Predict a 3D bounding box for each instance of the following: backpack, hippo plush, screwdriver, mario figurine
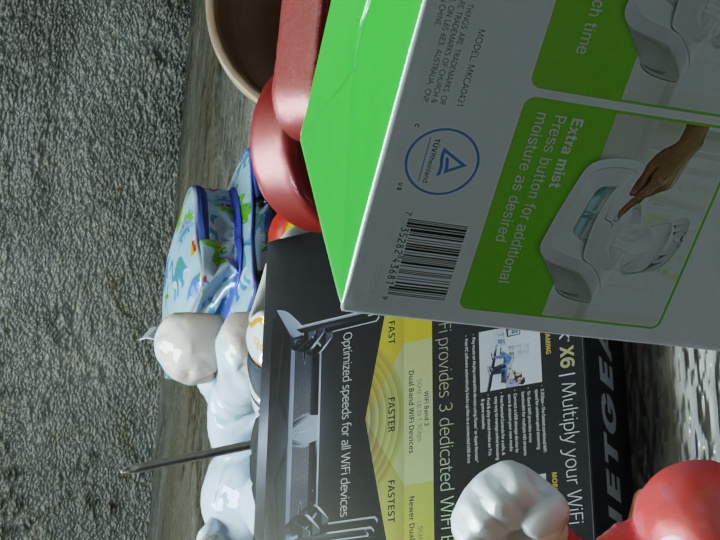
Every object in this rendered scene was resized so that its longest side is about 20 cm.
[{"bbox_3d":[-0.088,0.001,1.221,0.201,0.146,0.184,-90,17,-45],"label":"backpack"},{"bbox_3d":[-0.081,0.116,1.011,0.199,0.159,0.162,-3,81,35],"label":"hippo plush"},{"bbox_3d":[-0.036,0.090,0.814,0.029,0.199,0.028,-128,32,-67],"label":"screwdriver"},{"bbox_3d":[0.077,0.136,0.460,0.201,0.123,0.106,104,179,-48],"label":"mario figurine"}]

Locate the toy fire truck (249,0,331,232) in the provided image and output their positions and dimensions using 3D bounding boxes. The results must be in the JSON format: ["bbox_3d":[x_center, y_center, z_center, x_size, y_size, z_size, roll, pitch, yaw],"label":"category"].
[{"bbox_3d":[0.053,-0.092,0.530,0.112,0.199,0.169,0,82,47],"label":"toy fire truck"}]

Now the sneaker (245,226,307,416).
[{"bbox_3d":[0.000,0.000,0.838,0.200,0.078,0.080,-57,-27,-44],"label":"sneaker"}]

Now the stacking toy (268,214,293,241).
[{"bbox_3d":[-0.019,-0.018,1.025,0.200,0.085,0.086,-154,72,-73],"label":"stacking toy"}]

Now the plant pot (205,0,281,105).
[{"bbox_3d":[0.018,-0.159,0.841,0.093,0.200,0.202,38,-129,-59],"label":"plant pot"}]

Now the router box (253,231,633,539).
[{"bbox_3d":[0.033,0.068,0.623,0.052,0.156,0.201,38,-134,-51],"label":"router box"}]

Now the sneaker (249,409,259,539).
[{"bbox_3d":[-0.027,0.148,0.719,0.091,0.075,0.201,149,123,-73],"label":"sneaker"}]

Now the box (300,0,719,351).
[{"bbox_3d":[0.093,-0.085,0.360,0.097,0.175,0.201,-106,25,-55],"label":"box"}]
